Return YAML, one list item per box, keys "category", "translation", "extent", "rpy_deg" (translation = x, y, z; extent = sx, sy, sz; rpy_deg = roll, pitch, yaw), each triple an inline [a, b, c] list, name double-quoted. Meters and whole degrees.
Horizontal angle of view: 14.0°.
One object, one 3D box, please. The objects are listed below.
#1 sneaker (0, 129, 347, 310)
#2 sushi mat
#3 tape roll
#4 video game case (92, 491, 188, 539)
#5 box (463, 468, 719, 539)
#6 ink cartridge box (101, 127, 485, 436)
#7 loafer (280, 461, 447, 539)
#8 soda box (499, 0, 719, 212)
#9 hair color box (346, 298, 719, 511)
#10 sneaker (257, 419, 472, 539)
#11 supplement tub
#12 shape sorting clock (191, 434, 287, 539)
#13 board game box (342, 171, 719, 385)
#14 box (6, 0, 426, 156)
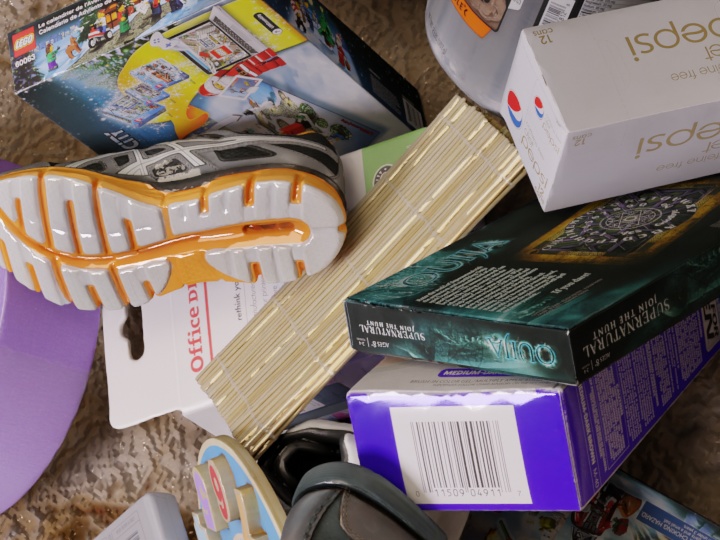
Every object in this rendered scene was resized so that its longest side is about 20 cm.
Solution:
- category: "sneaker"
  translation: [-0.099, -0.032, 1.481]
  extent: [0.199, 0.079, 0.077]
  rpy_deg: [0, 34, 11]
- category: "sushi mat"
  translation: [0.000, 0.000, 1.437]
  extent: [0.200, 0.012, 0.096]
  rpy_deg: [-47, 28, 1]
- category: "tape roll"
  translation: [-0.226, 0.035, 1.585]
  extent: [0.199, 0.065, 0.201]
  rpy_deg: [-20, 61, 42]
- category: "video game case"
  translation: [-0.126, 0.243, 1.482]
  extent: [0.182, 0.023, 0.201]
  rpy_deg: [-41, 56, 33]
- category: "box"
  translation: [0.092, 0.155, 1.418]
  extent: [0.199, 0.040, 0.137]
  rpy_deg: [28, 88, 33]
- category: "ink cartridge box"
  translation: [-0.033, 0.017, 1.520]
  extent: [0.199, 0.067, 0.118]
  rpy_deg: [-17, 62, 22]
- category: "loafer"
  translation: [0.041, 0.170, 1.316]
  extent: [0.072, 0.200, 0.063]
  rpy_deg: [-40, 15, 44]
- category: "soda box"
  translation: [0.172, -0.090, 1.390]
  extent: [0.199, 0.068, 0.064]
  rpy_deg: [-13, 60, -16]
- category: "hair color box"
  translation: [0.087, 0.044, 1.373]
  extent: [0.109, 0.200, 0.065]
  rpy_deg: [-2, 108, 27]
- category: "sneaker"
  translation: [-0.023, 0.099, 1.442]
  extent: [0.200, 0.080, 0.074]
  rpy_deg: [-4, 61, 60]
- category: "supplement tub"
  translation: [0.113, -0.174, 1.425]
  extent: [0.123, 0.122, 0.201]
  rpy_deg: [60, 146, 31]
- category: "shape sorting clock"
  translation: [-0.043, 0.176, 1.404]
  extent: [0.039, 0.201, 0.201]
  rpy_deg: [-21, 58, -16]
- category: "board game box"
  translation: [0.106, -0.003, 1.352]
  extent: [0.135, 0.199, 0.028]
  rpy_deg: [7, 115, 43]
- category: "box"
  translation: [-0.069, -0.091, 1.501]
  extent: [0.136, 0.200, 0.038]
  rpy_deg: [-21, 61, 20]
